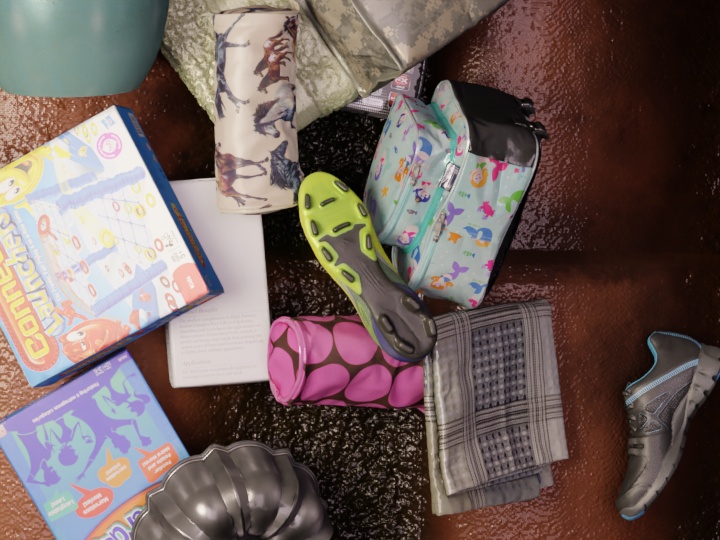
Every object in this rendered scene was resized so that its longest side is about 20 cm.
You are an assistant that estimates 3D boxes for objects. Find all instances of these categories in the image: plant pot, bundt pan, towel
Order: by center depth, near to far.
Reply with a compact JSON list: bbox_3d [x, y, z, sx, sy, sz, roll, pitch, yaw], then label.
[{"bbox_3d":[-0.265,-0.243,1.533,0.201,0.201,0.161,-3,104,-11],"label":"plant pot"},{"bbox_3d":[-0.113,0.267,1.611,0.202,0.076,0.202,-8,111,-20],"label":"bundt pan"},{"bbox_3d":[-0.108,-0.215,1.627,0.148,0.036,0.200,-35,96,-7],"label":"towel"},{"bbox_3d":[0.135,0.134,1.665,0.193,0.035,0.200,-6,94,-48],"label":"towel"}]

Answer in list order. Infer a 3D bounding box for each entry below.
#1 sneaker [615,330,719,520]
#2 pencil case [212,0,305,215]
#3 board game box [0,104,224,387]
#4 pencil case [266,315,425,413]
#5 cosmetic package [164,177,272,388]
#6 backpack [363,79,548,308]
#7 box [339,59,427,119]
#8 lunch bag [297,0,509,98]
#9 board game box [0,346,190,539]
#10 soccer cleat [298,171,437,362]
[{"bbox_3d":[0.299,0.158,1.736,0.082,0.073,0.200,24,79,7],"label":"sneaker"},{"bbox_3d":[-0.092,-0.152,1.573,0.089,0.078,0.200,-4,96,-28],"label":"pencil case"},{"bbox_3d":[-0.261,-0.022,1.588,0.196,0.056,0.200,-28,86,9],"label":"board game box"},{"bbox_3d":[0.001,0.093,1.632,0.200,0.091,0.094,6,121,-33],"label":"pencil case"},{"bbox_3d":[-0.143,0.011,1.645,0.102,0.074,0.200,-3,88,-11],"label":"cosmetic package"},{"bbox_3d":[0.083,-0.069,1.629,0.151,0.178,0.200,8,114,-10],"label":"backpack"},{"bbox_3d":[-0.030,-0.243,1.681,0.200,0.044,0.160,10,89,-10],"label":"box"},{"bbox_3d":[0.022,-0.293,1.599,0.164,0.118,0.200,-37,96,-23],"label":"lunch bag"},{"bbox_3d":[-0.242,0.198,1.638,0.152,0.045,0.200,-31,97,-10],"label":"board game box"},{"bbox_3d":[-0.001,0.001,1.573,0.065,0.084,0.200,-34,92,-13],"label":"soccer cleat"}]
